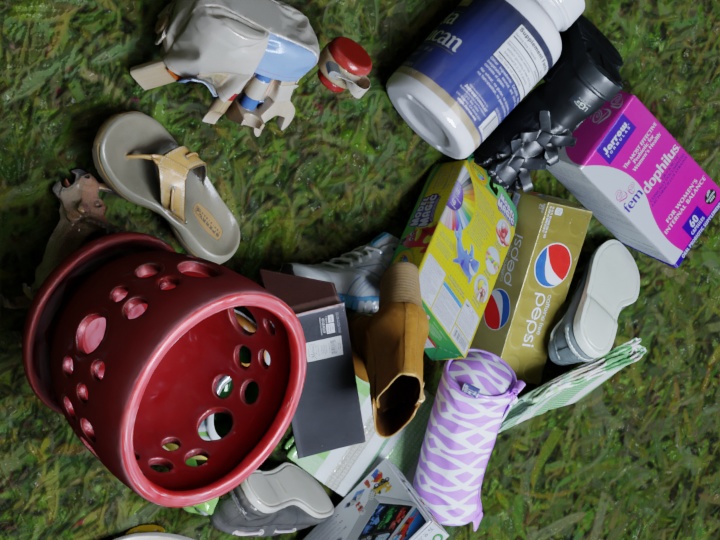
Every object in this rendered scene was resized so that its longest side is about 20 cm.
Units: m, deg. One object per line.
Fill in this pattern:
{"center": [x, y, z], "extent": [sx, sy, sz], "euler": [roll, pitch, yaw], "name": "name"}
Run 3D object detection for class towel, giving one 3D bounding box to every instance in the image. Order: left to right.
{"center": [0.022, 0.185, 1.805], "extent": [0.200, 0.031, 0.149], "euler": [41, 81, -34], "name": "towel"}
{"center": [0.207, 0.141, 1.833], "extent": [0.200, 0.153, 0.023], "euler": [-22, 76, -40], "name": "towel"}

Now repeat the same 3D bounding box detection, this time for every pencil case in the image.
{"center": [0.109, 0.174, 1.744], "extent": [0.084, 0.085, 0.201], "euler": [-60, 167, -52], "name": "pencil case"}

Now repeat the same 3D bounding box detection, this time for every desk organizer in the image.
{"center": [-0.047, 0.085, 1.644], "extent": [0.071, 0.077, 0.201], "euler": [-13, 134, -6], "name": "desk organizer"}

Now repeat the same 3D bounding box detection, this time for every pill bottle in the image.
{"center": [0.129, -0.217, 1.671], "extent": [0.200, 0.111, 0.111], "euler": [-47, 125, -10], "name": "pill bottle"}

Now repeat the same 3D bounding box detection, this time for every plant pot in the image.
{"center": [-0.173, 0.075, 1.441], "extent": [0.200, 0.182, 0.201], "euler": [-24, 128, -34], "name": "plant pot"}

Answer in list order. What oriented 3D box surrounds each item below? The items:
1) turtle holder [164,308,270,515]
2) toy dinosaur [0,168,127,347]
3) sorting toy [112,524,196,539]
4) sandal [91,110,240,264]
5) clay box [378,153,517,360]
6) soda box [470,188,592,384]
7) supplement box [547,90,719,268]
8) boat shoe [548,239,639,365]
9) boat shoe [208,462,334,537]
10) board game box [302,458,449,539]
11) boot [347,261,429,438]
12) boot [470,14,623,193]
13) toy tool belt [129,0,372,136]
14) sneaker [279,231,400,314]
{"center": [-0.153, 0.125, 1.600], "extent": [0.141, 0.132, 0.186], "euler": [38, 85, -37], "name": "turtle holder"}
{"center": [-0.249, 0.023, 1.536], "extent": [0.135, 0.086, 0.201], "euler": [-31, 127, -28], "name": "toy dinosaur"}
{"center": [-0.236, 0.365, 1.662], "extent": [0.199, 0.107, 0.181], "euler": [-18, 123, -27], "name": "sorting toy"}
{"center": [-0.167, -0.077, 1.552], "extent": [0.200, 0.054, 0.081], "euler": [47, 57, -37], "name": "sandal"}
{"center": [0.095, -0.021, 1.723], "extent": [0.115, 0.047, 0.200], "euler": [53, 45, -34], "name": "clay box"}
{"center": [0.180, 0.018, 1.819], "extent": [0.068, 0.064, 0.201], "euler": [9, 102, -35], "name": "soda box"}
{"center": [0.290, -0.106, 1.823], "extent": [0.200, 0.103, 0.101], "euler": [39, 85, -35], "name": "supplement box"}
{"center": [0.253, 0.035, 1.844], "extent": [0.073, 0.062, 0.200], "euler": [48, 38, -13], "name": "boat shoe"}
{"center": [-0.091, 0.235, 1.700], "extent": [0.057, 0.067, 0.200], "euler": [-36, 160, 13], "name": "boat shoe"}
{"center": [-0.012, 0.301, 1.737], "extent": [0.200, 0.126, 0.035], "euler": [-44, 124, 2], "name": "board game box"}
{"center": [0.022, 0.101, 1.617], "extent": [0.070, 0.145, 0.201], "euler": [8, 144, -7], "name": "boot"}
{"center": [0.193, -0.171, 1.733], "extent": [0.073, 0.198, 0.162], "euler": [40, 113, -13], "name": "boot"}
{"center": [-0.101, -0.186, 1.547], "extent": [0.199, 0.125, 0.123], "euler": [19, 128, -33], "name": "toy tool belt"}
{"center": [0.000, 0.000, 1.700], "extent": [0.199, 0.075, 0.087], "euler": [11, 94, -43], "name": "sneaker"}
